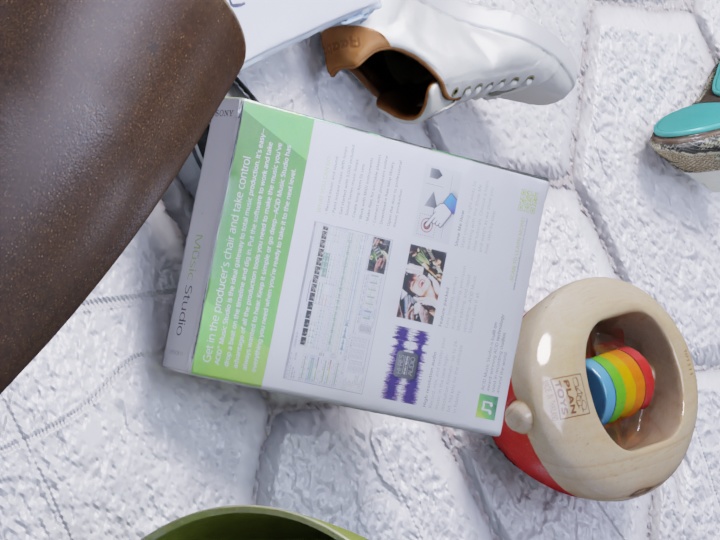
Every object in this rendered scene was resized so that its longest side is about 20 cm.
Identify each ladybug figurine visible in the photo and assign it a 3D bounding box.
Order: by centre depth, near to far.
[{"bbox_3d":[0.135,0.075,1.660,0.200,0.072,0.136,-5,81,-56],"label":"ladybug figurine"}]

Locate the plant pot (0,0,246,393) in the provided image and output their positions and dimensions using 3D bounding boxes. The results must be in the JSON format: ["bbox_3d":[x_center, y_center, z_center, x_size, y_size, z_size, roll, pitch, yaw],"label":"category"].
[{"bbox_3d":[-0.171,-0.044,1.205,0.187,0.186,0.201,40,62,-40],"label":"plant pot"}]

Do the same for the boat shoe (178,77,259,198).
[{"bbox_3d":[-0.041,-0.037,1.467,0.200,0.056,0.069,60,37,-20],"label":"boat shoe"}]

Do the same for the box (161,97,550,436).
[{"bbox_3d":[0.000,0.000,1.440,0.199,0.036,0.145,14,86,-33],"label":"box"}]

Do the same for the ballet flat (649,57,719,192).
[{"bbox_3d":[0.259,-0.100,1.918,0.200,0.068,0.076,-46,131,-54],"label":"ballet flat"}]

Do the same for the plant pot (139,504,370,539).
[{"bbox_3d":[-0.018,0.206,1.327,0.200,0.186,0.188,10,69,-69],"label":"plant pot"}]

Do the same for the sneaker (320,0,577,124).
[{"bbox_3d":[0.049,-0.116,1.622,0.200,0.073,0.085,17,66,-39],"label":"sneaker"}]

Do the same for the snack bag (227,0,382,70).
[{"bbox_3d":[-0.054,-0.210,1.449,0.188,0.021,0.201,-32,113,-55],"label":"snack bag"}]
